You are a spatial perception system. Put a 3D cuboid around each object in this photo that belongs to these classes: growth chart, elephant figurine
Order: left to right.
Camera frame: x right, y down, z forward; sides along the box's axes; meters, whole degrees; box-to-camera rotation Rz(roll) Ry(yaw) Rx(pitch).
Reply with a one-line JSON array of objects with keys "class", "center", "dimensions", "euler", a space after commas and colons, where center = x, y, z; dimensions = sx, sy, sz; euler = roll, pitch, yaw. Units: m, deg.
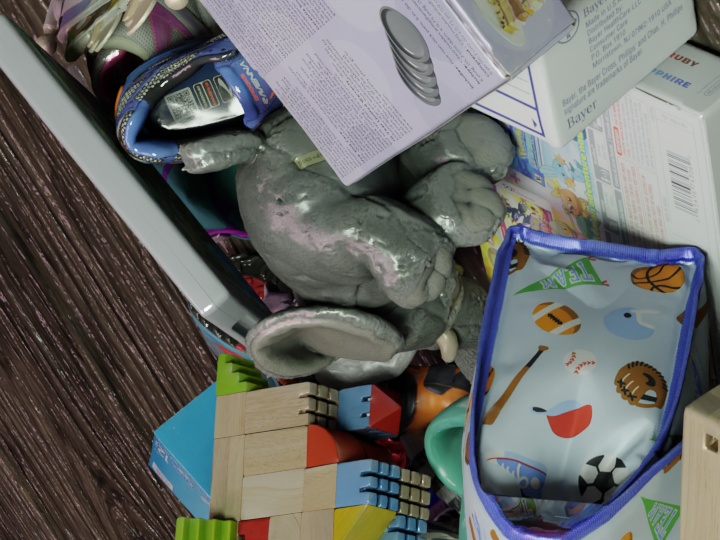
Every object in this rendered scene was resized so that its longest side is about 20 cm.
[{"class": "growth chart", "center": [-0.125, -0.179, 1.426], "dimensions": [0.018, 0.146, 0.200], "euler": [26, 162, -25]}, {"class": "elephant figurine", "center": [0.000, 0.000, 1.338], "dimensions": [0.155, 0.141, 0.200], "euler": [41, 151, 15]}]

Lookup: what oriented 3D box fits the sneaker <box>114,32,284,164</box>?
[{"class": "sneaker", "center": [-0.041, -0.103, 1.344], "dimensions": [0.076, 0.199, 0.078], "euler": [57, -165, -11]}]

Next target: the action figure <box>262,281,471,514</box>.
[{"class": "action figure", "center": [0.021, 0.065, 1.522], "dimensions": [0.193, 0.105, 0.200], "euler": [29, 165, 4]}]

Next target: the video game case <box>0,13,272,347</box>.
[{"class": "video game case", "center": [-0.117, -0.040, 1.423], "dimensions": [0.200, 0.022, 0.182], "euler": [50, -179, 15]}]

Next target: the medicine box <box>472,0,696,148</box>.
[{"class": "medicine box", "center": [0.042, -0.185, 1.170], "dimensions": [0.182, 0.103, 0.201], "euler": [29, 146, 38]}]

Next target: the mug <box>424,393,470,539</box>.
[{"class": "mug", "center": [0.113, 0.133, 1.394], "dimensions": [0.184, 0.153, 0.115], "euler": [9, 137, 9]}]

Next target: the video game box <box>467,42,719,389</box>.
[{"class": "video game box", "center": [0.124, -0.041, 1.293], "dimensions": [0.182, 0.047, 0.201], "euler": [27, 145, 37]}]

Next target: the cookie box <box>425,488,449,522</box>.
[{"class": "cookie box", "center": [0.004, 0.177, 1.737], "dimensions": [0.199, 0.075, 0.172], "euler": [21, 141, 46]}]

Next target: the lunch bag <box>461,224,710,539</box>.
[{"class": "lunch bag", "center": [0.104, 0.109, 1.215], "dimensions": [0.123, 0.201, 0.171], "euler": [5, 131, 13]}]

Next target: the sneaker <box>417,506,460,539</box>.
[{"class": "sneaker", "center": [0.058, 0.180, 1.573], "dimensions": [0.199, 0.077, 0.085], "euler": [21, -162, -45]}]

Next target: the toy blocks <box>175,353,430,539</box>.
[{"class": "toy blocks", "center": [-0.021, 0.141, 1.464], "dimensions": [0.136, 0.201, 0.100], "euler": [-12, 158, 41]}]

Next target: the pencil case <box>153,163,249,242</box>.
[{"class": "pencil case", "center": [-0.048, -0.050, 1.506], "dimensions": [0.200, 0.085, 0.093], "euler": [6, 86, 56]}]

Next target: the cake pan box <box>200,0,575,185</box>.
[{"class": "cake pan box", "center": [-0.018, -0.146, 1.143], "dimensions": [0.200, 0.052, 0.184], "euler": [52, 153, -2]}]

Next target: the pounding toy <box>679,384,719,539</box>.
[{"class": "pounding toy", "center": [0.229, 0.108, 1.191], "dimensions": [0.142, 0.199, 0.185], "euler": [26, 131, 39]}]

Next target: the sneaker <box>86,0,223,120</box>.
[{"class": "sneaker", "center": [-0.116, -0.132, 1.469], "dimensions": [0.200, 0.088, 0.082], "euler": [-123, 23, -51]}]

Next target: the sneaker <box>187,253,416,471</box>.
[{"class": "sneaker", "center": [-0.027, 0.074, 1.676], "dimensions": [0.200, 0.079, 0.096], "euler": [47, 166, 27]}]

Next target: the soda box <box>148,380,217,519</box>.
[{"class": "soda box", "center": [-0.043, 0.163, 1.631], "dimensions": [0.200, 0.068, 0.064], "euler": [47, 160, 11]}]
